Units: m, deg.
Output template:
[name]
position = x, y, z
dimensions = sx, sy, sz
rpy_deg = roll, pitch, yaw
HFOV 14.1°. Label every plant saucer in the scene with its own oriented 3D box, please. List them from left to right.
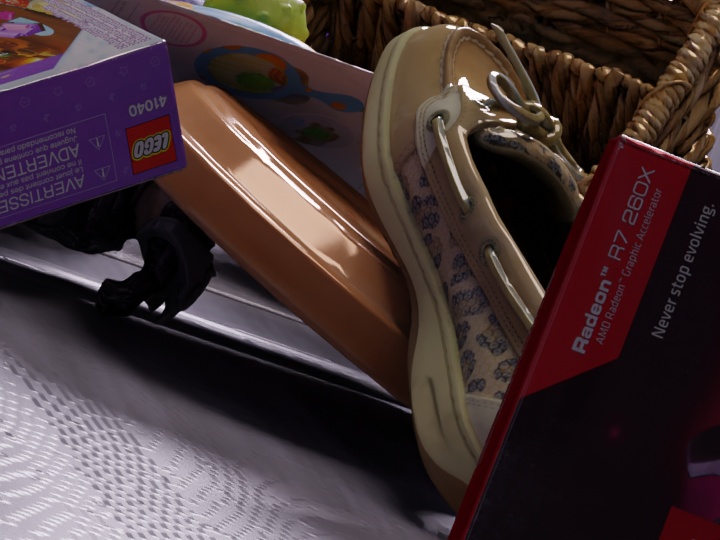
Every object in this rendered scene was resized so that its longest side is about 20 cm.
[plant saucer]
position = 0.000, 0.000, 0.972
dimensions = 0.200, 0.032, 0.200
rpy_deg = 41, 5, -5

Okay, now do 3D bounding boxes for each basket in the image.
[basket]
position = 0.039, -0.061, 1.233
dimensions = 0.200, 0.150, 0.143
rpy_deg = 25, 34, 33

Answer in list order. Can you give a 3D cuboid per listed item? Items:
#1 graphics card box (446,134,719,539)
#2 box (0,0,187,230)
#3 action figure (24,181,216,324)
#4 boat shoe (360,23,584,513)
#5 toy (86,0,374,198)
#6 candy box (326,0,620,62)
[graphics card box]
position = 0.130, 0.060, 0.700
dimensions = 0.199, 0.126, 0.051
rpy_deg = 22, -1, 5
[box]
position = -0.152, -0.049, 0.807
dimensions = 0.136, 0.039, 0.200
rpy_deg = -19, 24, -23
[action figure]
position = -0.118, -0.030, 0.986
dimensions = 0.130, 0.070, 0.200
rpy_deg = 16, -1, 21
[boat shoe]
position = 0.049, -0.007, 0.883
dimensions = 0.073, 0.063, 0.201
rpy_deg = 29, 36, -37
[toy]
position = -0.036, -0.075, 1.042
dimensions = 0.199, 0.047, 0.115
rpy_deg = 22, -24, -13
[candy box]
position = 0.061, -0.120, 1.343
dimensions = 0.200, 0.168, 0.071
rpy_deg = 20, 35, 35
